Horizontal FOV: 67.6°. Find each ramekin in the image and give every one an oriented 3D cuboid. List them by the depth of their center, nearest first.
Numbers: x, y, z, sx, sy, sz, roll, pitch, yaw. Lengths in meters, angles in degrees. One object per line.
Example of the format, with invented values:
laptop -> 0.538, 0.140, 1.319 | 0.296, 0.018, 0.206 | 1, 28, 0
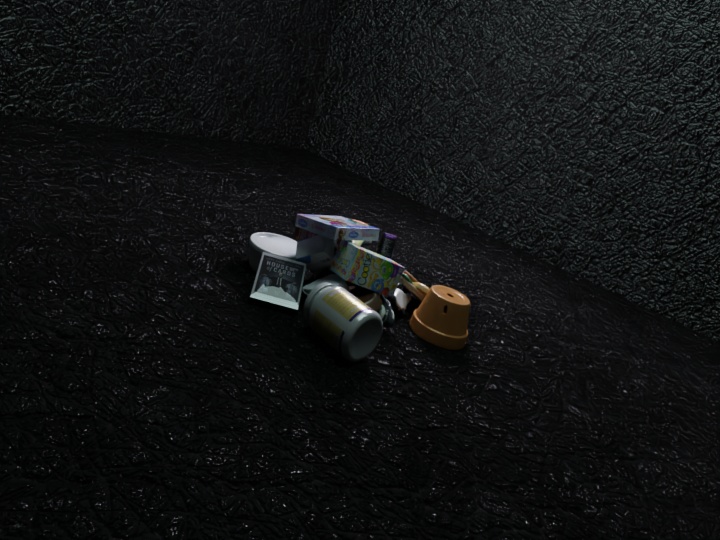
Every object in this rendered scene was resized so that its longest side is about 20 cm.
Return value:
ramekin -> -0.284, -0.045, 1.801 | 0.196, 0.097, 0.203 | 16, 20, -6

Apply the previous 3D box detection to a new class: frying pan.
frying pan -> -0.126, 0.037, 1.774 | 0.184, 0.116, 0.032 | -16, 49, 16

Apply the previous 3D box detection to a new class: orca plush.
orca plush -> 0.119, 0.095, 1.842 | 0.069, 0.109, 0.200 | -9, 12, 21

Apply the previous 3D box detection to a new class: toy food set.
toy food set -> 0.199, 0.064, 1.914 | 0.197, 0.049, 0.200 | 41, 0, 24

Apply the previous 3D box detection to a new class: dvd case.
dvd case -> -0.244, 0.034, 1.621 | 0.145, 0.025, 0.204 | 15, 42, -9

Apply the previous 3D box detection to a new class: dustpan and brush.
dustpan and brush -> -0.069, 0.065, 1.623 | 0.137, 0.059, 0.197 | -24, 20, -37

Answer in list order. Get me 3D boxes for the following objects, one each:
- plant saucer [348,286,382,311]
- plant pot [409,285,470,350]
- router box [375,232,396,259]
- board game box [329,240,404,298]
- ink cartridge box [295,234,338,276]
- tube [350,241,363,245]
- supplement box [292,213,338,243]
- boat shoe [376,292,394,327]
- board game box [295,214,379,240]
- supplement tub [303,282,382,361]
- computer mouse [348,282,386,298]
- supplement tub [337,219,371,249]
plant saucer -> -0.030, 0.092, 1.648 | 0.192, 0.036, 0.201 | -6, 21, 2
plant pot -> 0.270, 0.142, 1.742 | 0.194, 0.144, 0.201 | 17, 19, -6
router box -> 0.077, -0.035, 1.913 | 0.049, 0.154, 0.200 | 15, -9, -2
board game box -> 0.022, -0.007, 1.669 | 0.196, 0.106, 0.104 | 21, 6, -34
ink cartridge box -> -0.113, -0.034, 1.775 | 0.113, 0.070, 0.200 | -13, -31, 25
tube -> -0.032, -0.081, 1.782 | 0.050, 0.060, 0.202 | -3, 31, 16
supplement box -> -0.165, -0.138, 2.142 | 0.193, 0.114, 0.086 | 17, 18, -3
boat shoe -> 0.063, 0.123, 1.715 | 0.059, 0.076, 0.201 | 32, 18, -18
board game box -> -0.073, -0.137, 1.710 | 0.196, 0.043, 0.196 | 21, 16, 41
supplement tub -> -0.050, 0.134, 1.450 | 0.143, 0.150, 0.198 | -3, 28, -47
computer mouse -> 0.041, 0.065, 1.829 | 0.195, 0.110, 0.045 | 14, 42, -38
supplement tub -> -0.030, -0.070, 1.942 | 0.118, 0.206, 0.123 | 15, 18, -5
